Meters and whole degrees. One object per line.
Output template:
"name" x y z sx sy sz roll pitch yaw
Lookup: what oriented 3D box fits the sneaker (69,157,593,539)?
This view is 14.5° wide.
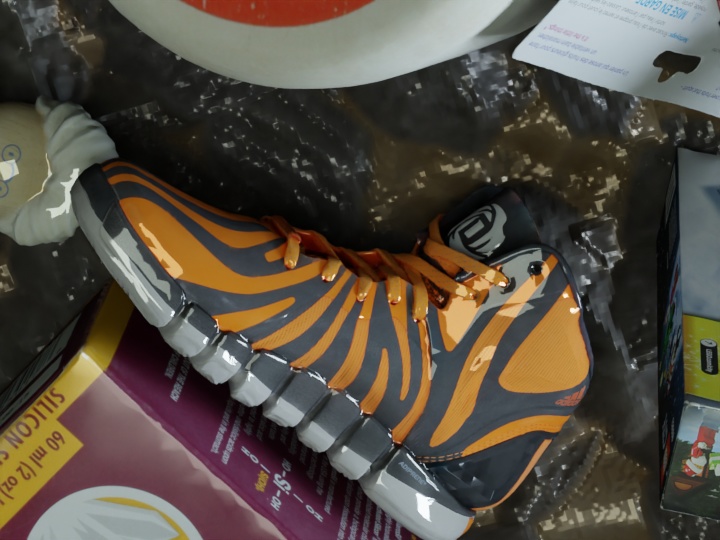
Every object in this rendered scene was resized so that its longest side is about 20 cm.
"sneaker" 0.000 0.000 0.970 0.112 0.078 0.200 -46 121 10

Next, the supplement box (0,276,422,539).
"supplement box" -0.054 0.114 1.010 0.200 0.086 0.110 42 107 -10

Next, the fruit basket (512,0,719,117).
"fruit basket" 0.147 -0.132 0.877 0.200 0.185 0.094 -45 66 21

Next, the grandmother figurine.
"grandmother figurine" -0.180 -0.057 0.978 0.200 0.061 0.121 18 118 1

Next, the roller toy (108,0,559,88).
"roller toy" -0.002 -0.152 0.862 0.200 0.140 0.183 -35 86 26

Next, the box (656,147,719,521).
"box" 0.164 0.026 0.901 0.136 0.200 0.038 11 115 1
